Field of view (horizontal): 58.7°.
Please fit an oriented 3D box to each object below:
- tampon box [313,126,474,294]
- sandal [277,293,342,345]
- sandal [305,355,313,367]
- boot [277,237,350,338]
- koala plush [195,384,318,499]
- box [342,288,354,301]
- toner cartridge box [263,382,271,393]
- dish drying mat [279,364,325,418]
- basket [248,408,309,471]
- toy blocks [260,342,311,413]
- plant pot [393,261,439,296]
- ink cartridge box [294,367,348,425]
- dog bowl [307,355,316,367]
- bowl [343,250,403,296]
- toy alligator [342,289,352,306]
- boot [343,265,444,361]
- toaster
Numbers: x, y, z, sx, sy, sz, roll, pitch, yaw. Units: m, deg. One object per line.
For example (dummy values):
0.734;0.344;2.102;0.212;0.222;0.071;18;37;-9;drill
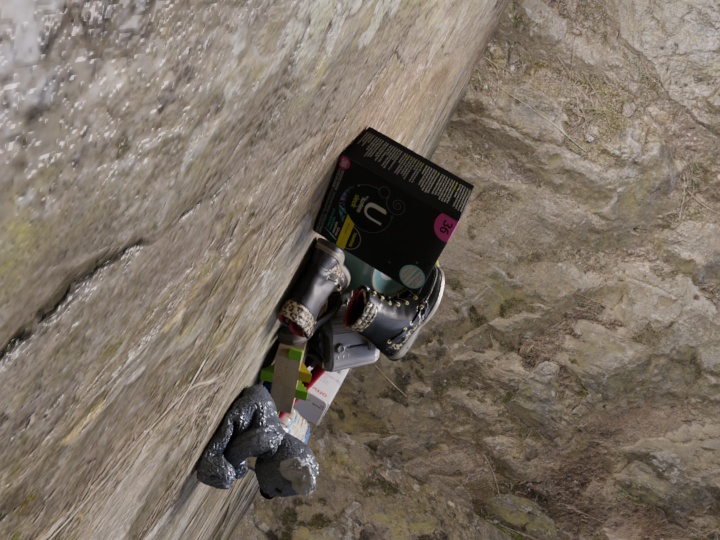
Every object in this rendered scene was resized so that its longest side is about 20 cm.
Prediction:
0.052;-0.095;1.001;0.127;0.197;0.152;-55;173;-52;tampon box
-0.098;0.072;1.243;0.200;0.080;0.056;-43;129;-48;sandal
-0.125;0.190;1.420;0.076;0.046;0.205;74;26;-58;sandal
-0.081;0.045;1.138;0.153;0.072;0.201;-62;172;-17;boot
-0.159;0.329;1.146;0.187;0.197;0.178;-60;175;-10;koala plush
-0.051;0.094;1.558;0.092;0.080;0.200;-16;-177;7;box
-0.217;0.306;1.370;0.097;0.042;0.201;-66;175;33;toner cartridge box
-0.116;0.246;1.427;0.200;0.018;0.077;-45;-172;-2;dish drying mat
-0.196;0.410;1.519;0.178;0.136;0.203;-57;148;-36;basket
-0.139;0.181;1.291;0.138;0.097;0.204;-77;180;-53;toy blocks
0.071;0.030;1.525;0.203;0.197;0.185;-59;177;-25;plant pot
-0.126;0.292;1.702;0.085;0.142;0.200;-62;176;27;ink cartridge box
-0.071;0.178;1.580;0.195;0.060;0.200;-21;-178;1;dog bowl
0.042;-0.026;1.272;0.197;0.105;0.205;-21;132;-25;bowl
0.000;0.000;1.378;0.054;0.059;0.202;22;106;-46;toy alligator
0.067;0.057;1.224;0.073;0.152;0.207;29;-92;53;boot
-0.040;0.135;1.333;0.199;0.125;0.118;-160;-111;-67;toaster
